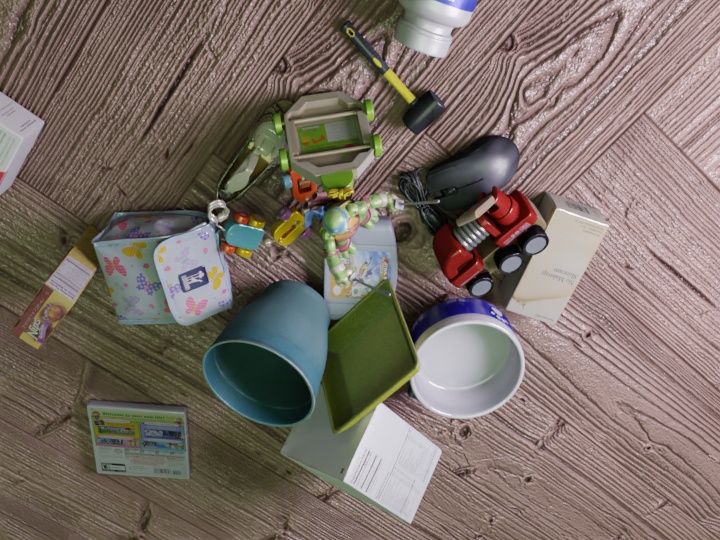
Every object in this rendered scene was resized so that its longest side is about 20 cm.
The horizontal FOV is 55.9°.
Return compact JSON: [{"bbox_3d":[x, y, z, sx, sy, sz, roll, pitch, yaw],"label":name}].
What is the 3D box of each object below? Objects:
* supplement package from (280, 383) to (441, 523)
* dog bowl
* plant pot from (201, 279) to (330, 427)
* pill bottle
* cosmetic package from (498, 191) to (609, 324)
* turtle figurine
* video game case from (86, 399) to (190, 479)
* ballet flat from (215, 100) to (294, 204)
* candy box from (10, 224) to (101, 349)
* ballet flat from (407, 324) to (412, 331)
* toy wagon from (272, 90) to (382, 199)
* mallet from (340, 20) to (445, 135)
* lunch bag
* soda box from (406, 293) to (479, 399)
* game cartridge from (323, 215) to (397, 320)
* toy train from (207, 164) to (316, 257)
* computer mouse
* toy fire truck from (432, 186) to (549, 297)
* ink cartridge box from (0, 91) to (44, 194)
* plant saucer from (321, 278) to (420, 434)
[{"bbox_3d":[0.002,0.330,1.240,0.189,0.149,0.200,5,150,48],"label":"supplement package"},{"bbox_3d":[0.177,0.151,1.170,0.196,0.079,0.204,-1,118,-2],"label":"dog bowl"},{"bbox_3d":[-0.140,0.127,1.160,0.196,0.189,0.203,11,132,13],"label":"plant pot"},{"bbox_3d":[0.115,-0.405,0.926,0.110,0.113,0.203,15,118,-8],"label":"pill bottle"},{"bbox_3d":[0.325,-0.019,1.158,0.102,0.073,0.203,15,117,-8],"label":"cosmetic package"},{"bbox_3d":[0.009,-0.046,1.039,0.196,0.194,0.147,5,95,0],"label":"turtle figurine"},{"bbox_3d":[-0.451,0.349,1.395,0.196,0.022,0.185,4,119,-1],"label":"video game case"},{"bbox_3d":[-0.165,-0.177,1.074,0.068,0.076,0.200,38,112,-14],"label":"ballet flat"},{"bbox_3d":[-0.484,0.022,1.114,0.056,0.201,0.117,38,114,-18],"label":"candy box"},{"bbox_3d":[0.039,0.178,1.281,0.072,0.068,0.200,31,112,-37],"label":"ballet flat"},{"bbox_3d":[-0.046,-0.181,1.004,0.152,0.203,0.040,-9,151,-4],"label":"toy wagon"},{"bbox_3d":[0.052,-0.302,1.029,0.065,0.041,0.201,-32,110,18],"label":"mallet"},{"bbox_3d":[-0.321,-0.004,1.136,0.196,0.128,0.172,-1,122,6],"label":"lunch bag"},{"bbox_3d":[0.151,0.147,1.250,0.062,0.069,0.203,18,116,-10],"label":"soda box"},{"bbox_3d":[0.000,0.000,1.193,0.130,0.042,0.203,4,119,3],"label":"game cartridge"},{"bbox_3d":[-0.151,-0.107,1.109,0.197,0.056,0.152,-22,130,-12],"label":"toy train"},{"bbox_3d":[0.171,-0.140,1.104,0.198,0.053,0.139,-31,113,16],"label":"computer mouse"},{"bbox_3d":[0.182,-0.058,1.068,0.175,0.130,0.199,-40,133,22],"label":"toy fire truck"},{"bbox_3d":[-0.622,-0.223,1.047,0.199,0.084,0.145,35,114,-17],"label":"ink cartridge box"},{"bbox_3d":[0.017,0.150,1.154,0.048,0.201,0.200,30,117,-36],"label":"plant saucer"}]
